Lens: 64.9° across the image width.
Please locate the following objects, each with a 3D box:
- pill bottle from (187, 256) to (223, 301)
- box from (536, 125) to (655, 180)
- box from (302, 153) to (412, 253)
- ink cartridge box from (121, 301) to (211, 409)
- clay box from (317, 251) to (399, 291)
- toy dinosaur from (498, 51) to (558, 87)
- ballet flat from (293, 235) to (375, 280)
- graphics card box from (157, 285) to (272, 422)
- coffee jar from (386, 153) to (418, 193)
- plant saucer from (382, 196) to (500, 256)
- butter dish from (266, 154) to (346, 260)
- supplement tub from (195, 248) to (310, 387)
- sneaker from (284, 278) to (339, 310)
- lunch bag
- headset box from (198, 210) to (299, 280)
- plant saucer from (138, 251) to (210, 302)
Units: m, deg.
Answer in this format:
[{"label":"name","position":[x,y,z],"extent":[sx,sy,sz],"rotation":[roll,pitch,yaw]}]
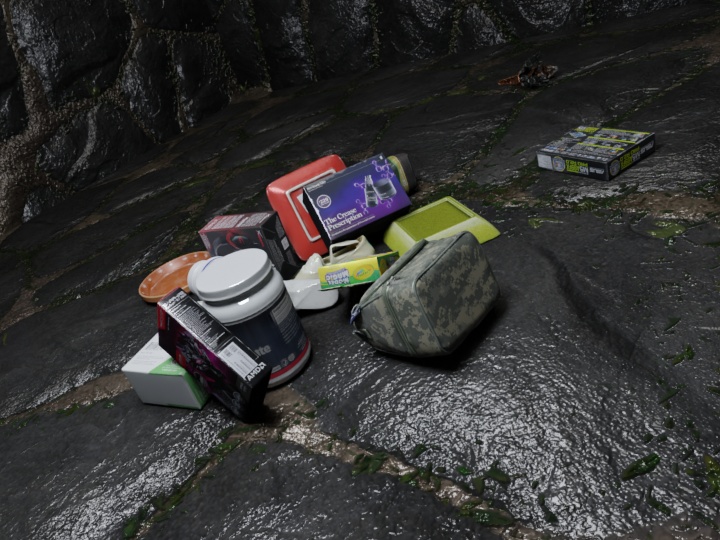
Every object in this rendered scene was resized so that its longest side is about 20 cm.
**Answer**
[{"label":"pill bottle","position":[-0.276,0.030,1.189],"extent":[0.199,0.113,0.112],"rotation":[8,38,42]},{"label":"box","position":[0.528,-0.270,1.280],"extent":[0.159,0.045,0.200],"rotation":[-30,30,-20]},{"label":"box","position":[-0.009,-0.149,1.240],"extent":[0.199,0.079,0.142],"rotation":[-26,73,-14]},{"label":"ink cartridge box","position":[-0.301,0.146,1.028],"extent":[0.144,0.088,0.200],"rotation":[-2,34,27]},{"label":"clay box","position":[0.000,0.000,1.049],"extent":[0.114,0.048,0.200],"rotation":[-10,1,17]},{"label":"toy dinosaur","position":[0.566,-0.644,1.887],"extent":[0.199,0.103,0.136],"rotation":[-35,5,0]},{"label":"ballet flat","position":[-0.066,-0.018,1.189],"extent":[0.199,0.070,0.070],"rotation":[-25,29,-9]},{"label":"graphics card box","position":[-0.229,0.131,0.872],"extent":[0.199,0.126,0.051],"rotation":[37,50,11]},{"label":"coffee jar","position":[0.044,-0.216,1.423],"extent":[0.199,0.105,0.085],"rotation":[-27,17,-12]},{"label":"plant saucer","position":[0.159,-0.091,1.195],"extent":[0.198,0.048,0.200],"rotation":[-24,28,-7]},{"label":"butter dish","position":[-0.103,-0.142,1.349],"extent":[0.199,0.201,0.148],"rotation":[-28,3,-13]},{"label":"supplement tub","position":[-0.176,0.081,0.941],"extent":[0.139,0.201,0.141],"rotation":[-15,28,8]},{"label":"sneaker","position":[-0.143,0.048,1.111],"extent":[0.198,0.076,0.088],"rotation":[-1,10,-9]},{"label":"lunch bag","position":[0.096,0.042,0.904],"extent":[0.167,0.140,0.200],"rotation":[-16,20,49]},{"label":"headset box","position":[-0.257,-0.046,1.270],"extent":[0.198,0.150,0.075],"rotation":[-1,33,29]},{"label":"plant saucer","position":[-0.448,0.019,1.401],"extent":[0.198,0.033,0.201],"rotation":[-16,28,9]}]
